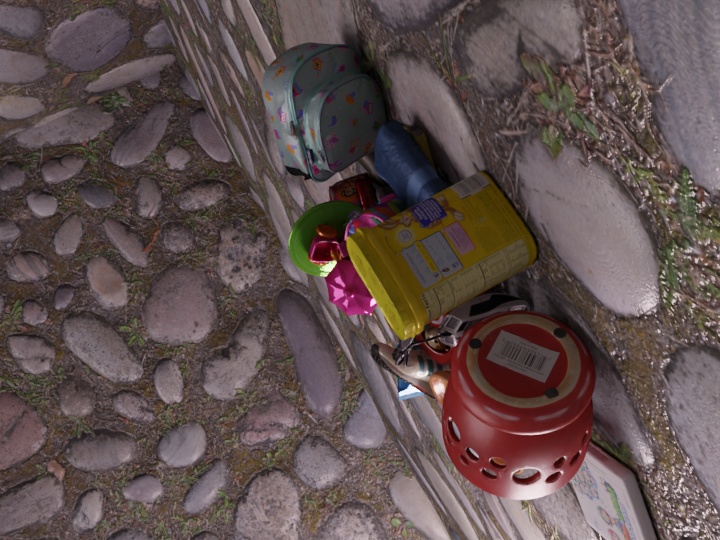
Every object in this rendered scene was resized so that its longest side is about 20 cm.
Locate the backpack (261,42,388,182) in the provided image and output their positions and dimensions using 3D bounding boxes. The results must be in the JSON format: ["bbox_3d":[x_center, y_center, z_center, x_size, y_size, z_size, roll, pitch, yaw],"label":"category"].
[{"bbox_3d":[-0.056,-0.260,1.226,0.153,0.176,0.201,16,135,52],"label":"backpack"}]

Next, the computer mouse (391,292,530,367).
[{"bbox_3d":[0.139,0.070,1.059,0.110,0.199,0.044,98,153,-47],"label":"computer mouse"}]

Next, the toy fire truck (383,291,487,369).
[{"bbox_3d":[0.141,0.086,1.185,0.200,0.112,0.168,-25,97,54],"label":"toy fire truck"}]

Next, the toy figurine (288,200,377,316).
[{"bbox_3d":[0.000,0.000,1.238,0.151,0.199,0.184,-69,30,29],"label":"toy figurine"}]

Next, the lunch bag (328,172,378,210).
[{"bbox_3d":[0.001,-0.088,1.441,0.200,0.081,0.177,-68,-36,-77],"label":"lunch bag"}]

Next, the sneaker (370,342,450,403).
[{"bbox_3d":[0.107,0.152,1.288,0.199,0.094,0.070,34,174,-24],"label":"sneaker"}]

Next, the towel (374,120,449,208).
[{"bbox_3d":[0.085,-0.119,1.118,0.200,0.048,0.112,57,168,23],"label":"towel"}]

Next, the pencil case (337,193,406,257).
[{"bbox_3d":[0.035,-0.065,1.169,0.089,0.088,0.200,63,-158,-3],"label":"pencil case"}]

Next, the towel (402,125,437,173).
[{"bbox_3d":[0.101,-0.134,1.192,0.201,0.023,0.144,65,168,-17],"label":"towel"}]

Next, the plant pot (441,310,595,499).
[{"bbox_3d":[0.203,0.169,0.996,0.201,0.200,0.183,54,164,37],"label":"plant pot"}]

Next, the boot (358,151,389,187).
[{"bbox_3d":[-0.027,-0.217,1.382,0.201,0.097,0.075,60,169,15],"label":"boot"}]

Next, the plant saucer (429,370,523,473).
[{"bbox_3d":[0.188,0.228,1.193,0.200,0.037,0.200,46,165,17],"label":"plant saucer"}]

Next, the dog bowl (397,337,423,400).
[{"bbox_3d":[0.092,0.154,1.388,0.201,0.049,0.112,89,-179,-47],"label":"dog bowl"}]

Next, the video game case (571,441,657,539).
[{"bbox_3d":[0.362,0.337,1.122,0.201,0.024,0.182,66,169,-19],"label":"video game case"}]

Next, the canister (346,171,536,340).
[{"bbox_3d":[0.104,-0.023,0.975,0.149,0.199,0.087,58,169,19],"label":"canister"}]
